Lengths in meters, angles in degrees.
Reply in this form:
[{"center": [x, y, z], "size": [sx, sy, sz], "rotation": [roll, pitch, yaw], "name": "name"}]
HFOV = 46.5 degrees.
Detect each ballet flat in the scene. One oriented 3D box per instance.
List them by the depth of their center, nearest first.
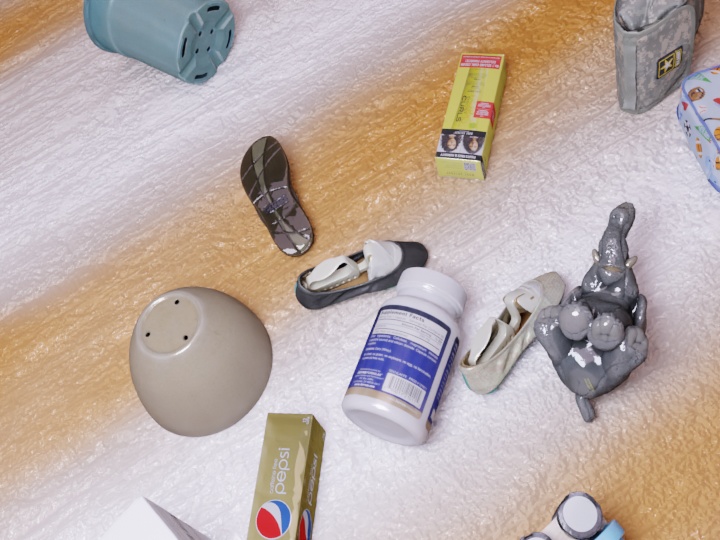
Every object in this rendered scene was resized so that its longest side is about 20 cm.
[{"center": [0.195, 0.067, 1.069], "size": [0.201, 0.062, 0.067], "rotation": [-53, 30, -17], "name": "ballet flat"}, {"center": [0.000, 0.000, 1.162], "size": [0.196, 0.069, 0.069], "rotation": [-23, 57, 0], "name": "ballet flat"}]

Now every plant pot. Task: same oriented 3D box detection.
[{"center": [-0.229, 0.101, 1.122], "size": [0.195, 0.135, 0.204], "rotation": [-6, 59, 10], "name": "plant pot"}, {"center": [-0.331, -0.428, 1.428], "size": [0.194, 0.201, 0.202], "rotation": [31, 71, 19], "name": "plant pot"}]

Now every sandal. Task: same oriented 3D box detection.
[{"center": [-0.122, -0.108, 1.269], "size": [0.081, 0.055, 0.203], "rotation": [-29, 72, 2], "name": "sandal"}]

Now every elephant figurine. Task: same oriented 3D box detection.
[{"center": [0.303, 0.046, 1.033], "size": [0.141, 0.155, 0.201], "rotation": [42, 44, -4], "name": "elephant figurine"}]

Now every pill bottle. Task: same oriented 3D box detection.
[{"center": [0.061, 0.106, 1.058], "size": [0.113, 0.116, 0.203], "rotation": [14, 64, 21], "name": "pill bottle"}]

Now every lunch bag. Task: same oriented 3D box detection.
[{"center": [0.533, -0.195, 1.140], "size": [0.156, 0.076, 0.204], "rotation": [-15, 57, 3], "name": "lunch bag"}, {"center": [0.421, -0.345, 1.198], "size": [0.115, 0.165, 0.203], "rotation": [16, 66, 25], "name": "lunch bag"}]

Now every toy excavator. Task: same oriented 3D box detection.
[{"center": [0.234, 0.369, 0.884], "size": [0.193, 0.100, 0.200], "rotation": [-39, 68, -9], "name": "toy excavator"}]

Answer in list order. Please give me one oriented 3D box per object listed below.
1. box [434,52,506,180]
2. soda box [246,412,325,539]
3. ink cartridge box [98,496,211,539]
[{"center": [0.169, -0.234, 1.265], "size": [0.073, 0.050, 0.204], "rotation": [8, 63, 19], "name": "box"}, {"center": [-0.091, 0.280, 1.023], "size": [0.062, 0.068, 0.204], "rotation": [-1, 60, 14], "name": "soda box"}, {"center": [-0.209, 0.375, 0.920], "size": [0.146, 0.201, 0.146], "rotation": [37, 75, 29], "name": "ink cartridge box"}]
